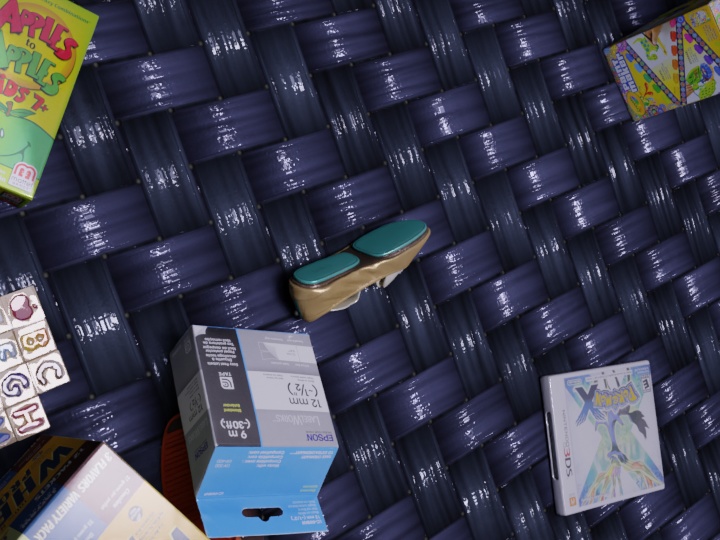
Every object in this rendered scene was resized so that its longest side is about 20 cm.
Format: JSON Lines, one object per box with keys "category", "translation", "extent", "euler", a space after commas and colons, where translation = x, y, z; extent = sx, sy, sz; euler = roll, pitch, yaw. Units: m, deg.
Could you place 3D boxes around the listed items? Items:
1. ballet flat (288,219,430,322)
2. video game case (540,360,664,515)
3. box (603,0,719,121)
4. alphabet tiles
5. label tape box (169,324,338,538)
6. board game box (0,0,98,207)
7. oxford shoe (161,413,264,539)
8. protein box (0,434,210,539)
{"category": "ballet flat", "translation": [0.000, 0.000, 1.096], "extent": [0.199, 0.068, 0.063], "euler": [-24, 125, -30]}
{"category": "video game case", "translation": [0.334, 0.224, 1.294], "extent": [0.199, 0.022, 0.184], "euler": [-4, 86, -33]}
{"category": "box", "translation": [0.502, -0.332, 1.376], "extent": [0.199, 0.192, 0.123], "euler": [-33, 101, -31]}
{"category": "alphabet tiles", "translation": [-0.376, 0.094, 0.864], "extent": [0.199, 0.006, 0.168], "euler": [-23, 96, -33]}
{"category": "label tape box", "translation": [-0.100, 0.158, 0.944], "extent": [0.142, 0.066, 0.201], "euler": [8, 48, -36]}
{"category": "board game box", "translation": [-0.334, -0.174, 0.903], "extent": [0.101, 0.048, 0.201], "euler": [23, 72, -28]}
{"category": "oxford shoe", "translation": [-0.147, 0.240, 0.970], "extent": [0.072, 0.071, 0.201], "euler": [-9, 80, -67]}
{"category": "protein box", "translation": [-0.229, 0.260, 0.821], "extent": [0.199, 0.200, 0.135], "euler": [48, 61, -18]}
